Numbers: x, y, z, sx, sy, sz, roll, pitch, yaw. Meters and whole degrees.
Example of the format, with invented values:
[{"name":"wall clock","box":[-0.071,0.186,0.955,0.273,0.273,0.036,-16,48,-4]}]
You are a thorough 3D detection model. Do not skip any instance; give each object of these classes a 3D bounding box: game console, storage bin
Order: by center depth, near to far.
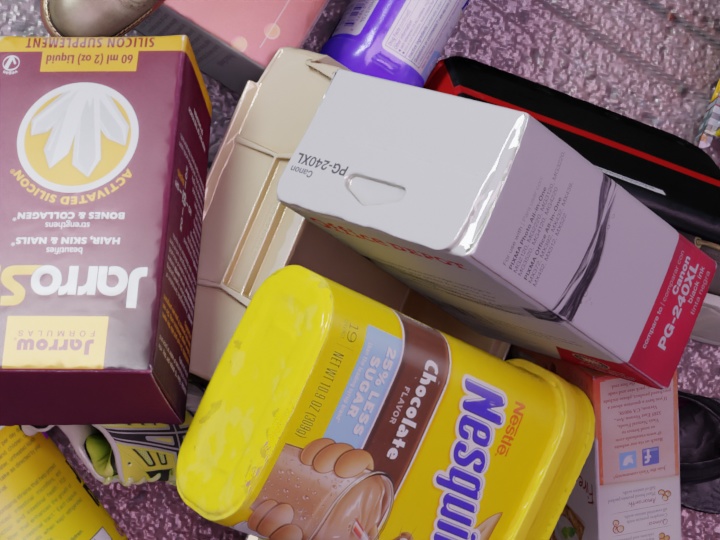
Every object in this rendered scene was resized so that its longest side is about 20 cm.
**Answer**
[{"name":"storage bin","box":[0.000,0.000,1.237,0.200,0.094,0.199,28,84,-44]},{"name":"game console","box":[0.140,-0.069,1.285,0.200,0.177,0.031,18,110,-13]}]

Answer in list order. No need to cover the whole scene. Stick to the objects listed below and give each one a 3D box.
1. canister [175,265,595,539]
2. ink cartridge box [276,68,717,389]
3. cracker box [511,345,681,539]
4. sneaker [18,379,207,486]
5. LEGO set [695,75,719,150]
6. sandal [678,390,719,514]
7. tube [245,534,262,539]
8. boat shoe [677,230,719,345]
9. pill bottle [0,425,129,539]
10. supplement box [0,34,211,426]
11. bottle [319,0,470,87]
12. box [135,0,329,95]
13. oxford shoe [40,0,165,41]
[{"name":"canister","box":[0.014,0.095,1.142,0.200,0.087,0.149,25,91,-37]},{"name":"ink cartridge box","box":[0.075,-0.021,1.133,0.200,0.145,0.083,33,79,-45]},{"name":"cracker box","box":[0.141,0.133,1.271,0.058,0.134,0.200,-9,107,-15]},{"name":"sneaker","box":[-0.122,0.099,1.244,0.200,0.075,0.076,34,66,-28]},{"name":"LEGO set","box":[0.304,-0.102,1.340,0.200,0.154,0.116,23,83,-9]},{"name":"sandal","box":[0.191,0.103,1.354,0.200,0.048,0.075,22,83,-11]},{"name":"tube","box":[0.026,0.188,1.245,0.200,0.052,0.058,22,41,-8]},{"name":"boat shoe","box":[0.190,-0.004,1.322,0.202,0.072,0.060,20,65,-40]},{"name":"pill bottle","box":[-0.213,0.138,1.223,0.104,0.104,0.200,-38,97,-12]},{"name":"supplement box","box":[-0.148,-0.022,1.147,0.110,0.086,0.200,0,67,7]},{"name":"bottle","box":[0.045,-0.192,1.309,0.065,0.084,0.200,31,81,-11]},{"name":"box","box":[-0.103,-0.222,1.261,0.200,0.106,0.152,31,81,-11]},{"name":"oxford shoe","box":[-0.106,-0.206,1.165,0.070,0.075,0.200,37,83,-13]}]
